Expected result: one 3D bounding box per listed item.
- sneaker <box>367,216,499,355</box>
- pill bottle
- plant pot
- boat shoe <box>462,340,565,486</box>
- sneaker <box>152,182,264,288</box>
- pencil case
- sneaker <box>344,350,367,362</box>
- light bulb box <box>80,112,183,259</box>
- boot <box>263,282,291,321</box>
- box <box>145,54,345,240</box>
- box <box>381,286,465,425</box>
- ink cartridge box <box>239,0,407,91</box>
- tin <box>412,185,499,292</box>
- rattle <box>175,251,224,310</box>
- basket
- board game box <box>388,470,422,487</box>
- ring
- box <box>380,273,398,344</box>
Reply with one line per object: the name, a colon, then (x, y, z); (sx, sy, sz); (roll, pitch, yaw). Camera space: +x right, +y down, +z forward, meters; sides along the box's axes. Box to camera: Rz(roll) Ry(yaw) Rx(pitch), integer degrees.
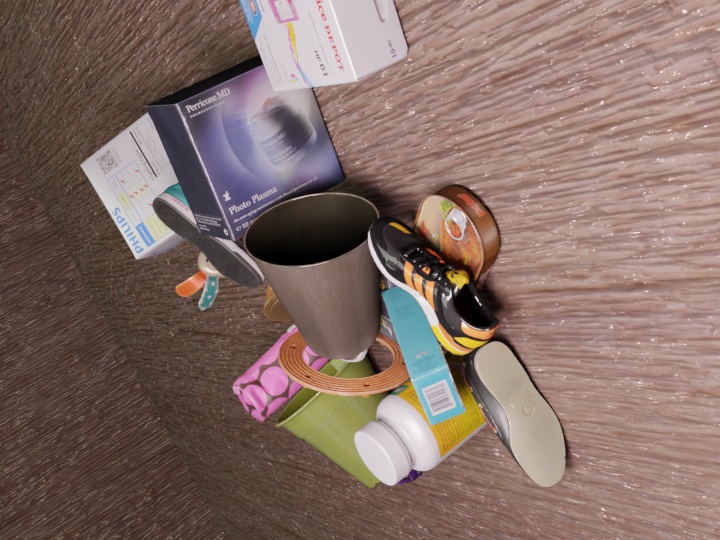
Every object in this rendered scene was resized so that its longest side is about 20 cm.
sneaker: (0.093, 0.006, 1.031); (0.200, 0.070, 0.090); (52, 148, 2)
pill bottle: (0.093, 0.197, 1.154); (0.113, 0.199, 0.113); (40, 148, 31)
plant pot: (-0.008, 0.254, 1.431); (0.190, 0.200, 0.200); (47, 153, -4)
boat shoe: (0.199, 0.184, 1.108); (0.202, 0.073, 0.063); (61, 162, -1)
sneaker: (-0.203, -0.074, 1.300); (0.200, 0.121, 0.084); (42, 145, -6)
pencil case: (-0.136, 0.168, 1.515); (0.091, 0.200, 0.094); (20, 151, 56)
sneaker: (-0.034, 0.082, 1.388); (0.200, 0.084, 0.073); (37, 117, 46)
light bulb box: (-0.335, -0.158, 1.484); (0.199, 0.199, 0.125); (59, -163, 1)
boot: (-0.122, -0.023, 1.371); (0.201, 0.076, 0.156); (92, 173, -55)
box: (-0.157, -0.176, 1.191); (0.123, 0.199, 0.199); (11, 128, 56)
box: (0.079, 0.102, 1.118); (0.200, 0.049, 0.083); (-108, -5, -58)
ink cartridge box: (-0.050, -0.298, 1.011); (0.200, 0.084, 0.145); (10, 126, 55)
tin: (0.113, -0.024, 1.073); (0.112, 0.042, 0.200); (44, 151, 18)
rattle: (-0.211, -0.029, 1.435); (0.143, 0.199, 0.131); (-10, 110, 61)
basket: (-0.043, 0.015, 1.161); (0.137, 0.179, 0.201); (-90, -12, -45)
board game box: (0.027, 0.298, 1.563); (0.201, 0.032, 0.120); (57, 149, 4)
ring: (-0.017, 0.126, 1.218); (0.200, 0.200, 0.019); (30, 125, 43)
box: (0.000, 0.000, 1.276); (0.200, 0.048, 0.159); (30, 142, 43)
